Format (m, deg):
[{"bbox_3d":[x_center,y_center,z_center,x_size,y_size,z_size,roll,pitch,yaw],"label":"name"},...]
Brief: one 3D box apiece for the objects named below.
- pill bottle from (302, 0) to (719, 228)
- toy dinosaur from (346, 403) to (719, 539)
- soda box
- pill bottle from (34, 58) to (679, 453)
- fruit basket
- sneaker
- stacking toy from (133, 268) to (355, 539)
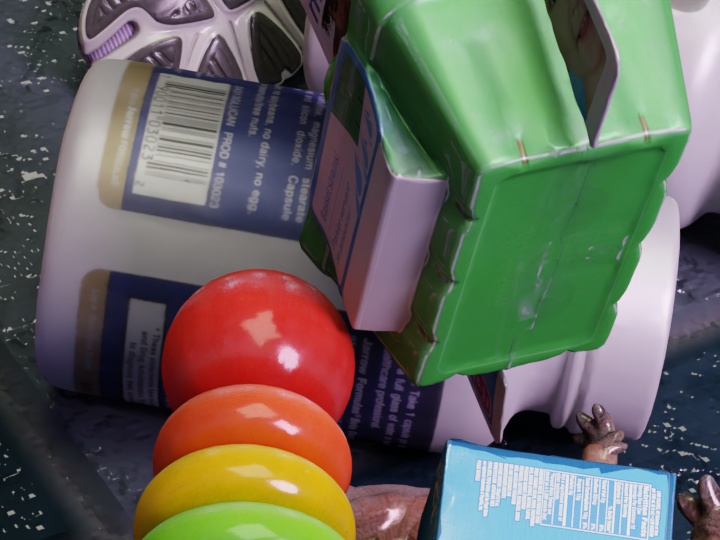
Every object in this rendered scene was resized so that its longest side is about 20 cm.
[{"bbox_3d":[0.089,-0.082,0.977,0.199,0.114,0.114,21,41,13],"label":"pill bottle"},{"bbox_3d":[0.046,0.113,0.767,0.199,0.086,0.135,31,44,17],"label":"toy dinosaur"},{"bbox_3d":[0.038,0.150,0.670,0.064,0.068,0.201,9,66,-2],"label":"soda box"},{"bbox_3d":[0.000,0.000,0.866,0.199,0.111,0.111,10,40,0],"label":"pill bottle"},{"bbox_3d":[0.012,-0.076,0.738,0.093,0.186,0.201,-17,61,-20],"label":"fruit basket"},{"bbox_3d":[-0.042,-0.129,1.053,0.200,0.081,0.083,-42,21,-33],"label":"sneaker"},{"bbox_3d":[-0.032,0.078,0.677,0.085,0.086,0.201,5,47,-5],"label":"stacking toy"}]
